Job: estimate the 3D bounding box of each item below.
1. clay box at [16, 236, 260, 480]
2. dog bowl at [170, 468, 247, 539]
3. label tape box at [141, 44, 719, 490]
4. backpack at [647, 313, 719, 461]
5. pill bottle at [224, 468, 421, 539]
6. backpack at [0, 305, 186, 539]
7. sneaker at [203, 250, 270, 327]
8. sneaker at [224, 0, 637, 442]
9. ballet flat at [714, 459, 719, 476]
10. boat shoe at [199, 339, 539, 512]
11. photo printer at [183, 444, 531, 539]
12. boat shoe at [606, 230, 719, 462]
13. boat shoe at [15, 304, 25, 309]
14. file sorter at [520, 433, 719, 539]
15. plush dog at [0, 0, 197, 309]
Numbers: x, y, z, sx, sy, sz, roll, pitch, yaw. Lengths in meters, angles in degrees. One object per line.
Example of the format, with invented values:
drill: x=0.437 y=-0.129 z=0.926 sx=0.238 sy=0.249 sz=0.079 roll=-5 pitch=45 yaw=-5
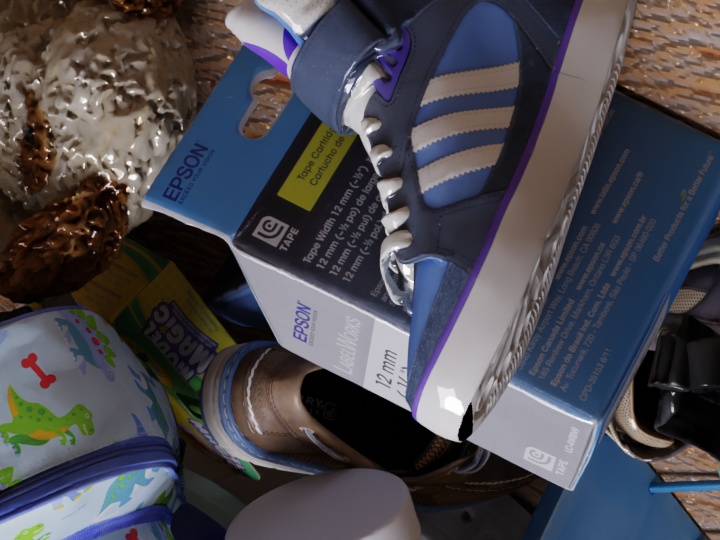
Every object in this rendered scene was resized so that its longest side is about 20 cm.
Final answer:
clay box: x=-0.115 y=0.028 z=1.326 sx=0.200 sy=0.048 sz=0.115 roll=25 pitch=157 yaw=51
dog bowl: x=-0.107 y=0.198 z=1.302 sx=0.199 sy=0.079 sz=0.201 roll=18 pitch=124 yaw=28
label tape box: x=0.032 y=-0.023 z=1.063 sx=0.199 sy=0.144 sz=0.066 roll=25 pitch=151 yaw=11
backpack: x=0.204 y=0.006 z=0.922 sx=0.153 sy=0.201 sz=0.191 roll=-4 pitch=141 yaw=27
pill bottle: x=0.006 y=0.196 z=1.185 sx=0.112 sy=0.112 sz=0.201 roll=3 pitch=117 yaw=41
backpack: x=-0.157 y=0.103 z=1.128 sx=0.148 sy=0.182 sz=0.200 roll=63 pitch=172 yaw=13
sneaker: x=0.000 y=0.000 z=1.206 sx=0.082 sy=0.074 sz=0.199 roll=41 pitch=151 yaw=-22
sneaker: x=0.009 y=-0.046 z=0.990 sx=0.145 sy=0.201 sz=0.081 roll=18 pitch=159 yaw=9
ballet flat: x=0.250 y=0.088 z=1.121 sx=0.199 sy=0.068 sz=0.073 roll=23 pitch=130 yaw=15
boat shoe: x=0.024 y=0.075 z=1.226 sx=0.199 sy=0.073 sz=0.072 roll=8 pitch=173 yaw=-38
photo printer: x=-0.012 y=0.138 z=1.435 sx=0.166 sy=0.070 sz=0.200 roll=41 pitch=150 yaw=-17
boat shoe: x=0.123 y=0.039 z=1.145 sx=0.074 sy=0.074 sz=0.200 roll=38 pitch=151 yaw=-12
boat shoe: x=-0.172 y=0.062 z=1.358 sx=0.076 sy=0.060 sz=0.200 roll=46 pitch=169 yaw=-4
file sorter: x=0.176 y=0.179 z=1.252 sx=0.122 sy=0.139 sz=0.200 roll=-7 pitch=134 yaw=43
plush dog: x=-0.129 y=-0.057 z=1.161 sx=0.159 sy=0.202 sz=0.171 roll=12 pitch=167 yaw=-25
